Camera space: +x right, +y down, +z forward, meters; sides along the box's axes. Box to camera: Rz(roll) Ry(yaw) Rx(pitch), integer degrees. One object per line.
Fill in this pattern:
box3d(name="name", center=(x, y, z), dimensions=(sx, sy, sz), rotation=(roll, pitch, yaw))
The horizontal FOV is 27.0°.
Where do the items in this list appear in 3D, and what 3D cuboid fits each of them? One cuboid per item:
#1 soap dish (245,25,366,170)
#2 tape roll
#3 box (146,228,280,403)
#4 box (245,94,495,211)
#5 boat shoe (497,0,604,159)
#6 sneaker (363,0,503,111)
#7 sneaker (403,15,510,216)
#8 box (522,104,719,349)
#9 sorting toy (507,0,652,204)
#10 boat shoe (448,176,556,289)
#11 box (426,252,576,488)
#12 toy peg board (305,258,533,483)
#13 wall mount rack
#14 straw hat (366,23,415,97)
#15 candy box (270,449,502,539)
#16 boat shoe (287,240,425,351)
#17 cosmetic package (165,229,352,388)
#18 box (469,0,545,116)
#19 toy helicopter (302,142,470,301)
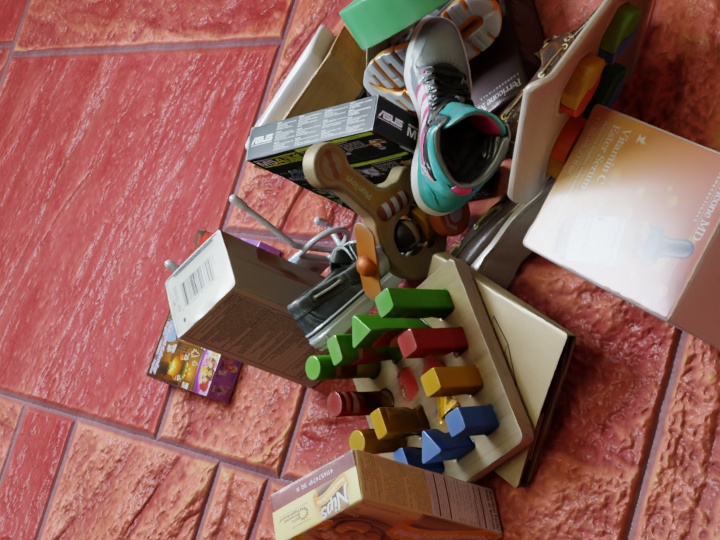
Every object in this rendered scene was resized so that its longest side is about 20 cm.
box3d(name="soap dish", center=(-0.056, -0.197, 1.749), dimensions=(0.157, 0.081, 0.200), rotation=(-54, 7, 17))
box3d(name="tape roll", center=(0.073, -0.301, 1.546), dimensions=(0.200, 0.048, 0.200), rotation=(-33, 10, 7))
box3d(name="box", center=(-0.184, 0.054, 1.859), dimensions=(0.137, 0.039, 0.201), rotation=(11, 80, 48))
box3d(name="box", center=(0.012, -0.117, 1.610), dimensions=(0.200, 0.193, 0.048), rotation=(-9, 63, 46))
box3d(name="boat shoe", center=(0.200, -0.198, 1.490), dimensions=(0.070, 0.070, 0.200), rotation=(34, 84, 22))
box3d(name="sneaker", center=(0.082, -0.239, 1.588), dimensions=(0.200, 0.078, 0.077), rotation=(-31, 25, 39))
box3d(name="sneaker", center=(0.092, -0.158, 1.462), dimensions=(0.121, 0.083, 0.201), rotation=(169, 98, -70))
box3d(name="box", center=(0.274, -0.041, 1.357), dimensions=(0.200, 0.106, 0.153), rotation=(31, 95, 50))
box3d(name="sorting toy", center=(0.214, -0.172, 1.401), dimensions=(0.036, 0.185, 0.200), rotation=(33, 63, 18))
box3d(name="boat shoe", center=(0.153, -0.045, 1.520), dimensions=(0.200, 0.072, 0.060), rotation=(-52, 45, 25))
box3d(name="box", center=(0.119, 0.094, 1.479), dimensions=(0.200, 0.021, 0.164), rotation=(35, 118, 46))
box3d(name="toy peg board", center=(0.043, 0.122, 1.475), dimensions=(0.200, 0.098, 0.200), rotation=(-43, 57, 42))
box3d(name="wall mount rack", center=(-0.114, -0.010, 1.710), dimensions=(0.200, 0.174, 0.075), rotation=(-44, 62, 24))
box3d(name="straw hat", center=(0.053, -0.269, 1.712), dimensions=(0.085, 0.201, 0.202), rotation=(0, 65, 3))
box3d(name="candy box", center=(0.026, 0.233, 1.420), dimensions=(0.115, 0.200, 0.055), rotation=(-32, 53, 33))
box3d(name="boat shoe", center=(0.000, 0.000, 1.591), dimensions=(0.072, 0.071, 0.200), rotation=(-29, 13, 50))
box3d(name="cosmetic package", center=(-0.103, 0.045, 1.653), dimensions=(0.103, 0.200, 0.087), rotation=(-41, 45, 24))
box3d(name="box", center=(0.144, -0.233, 1.618), dimensions=(0.100, 0.075, 0.200), rotation=(-35, 51, 31))
box3d(name="toy helicopter", center=(0.011, -0.056, 1.516), dimensions=(0.079, 0.200, 0.133), rotation=(3, 62, 51))
